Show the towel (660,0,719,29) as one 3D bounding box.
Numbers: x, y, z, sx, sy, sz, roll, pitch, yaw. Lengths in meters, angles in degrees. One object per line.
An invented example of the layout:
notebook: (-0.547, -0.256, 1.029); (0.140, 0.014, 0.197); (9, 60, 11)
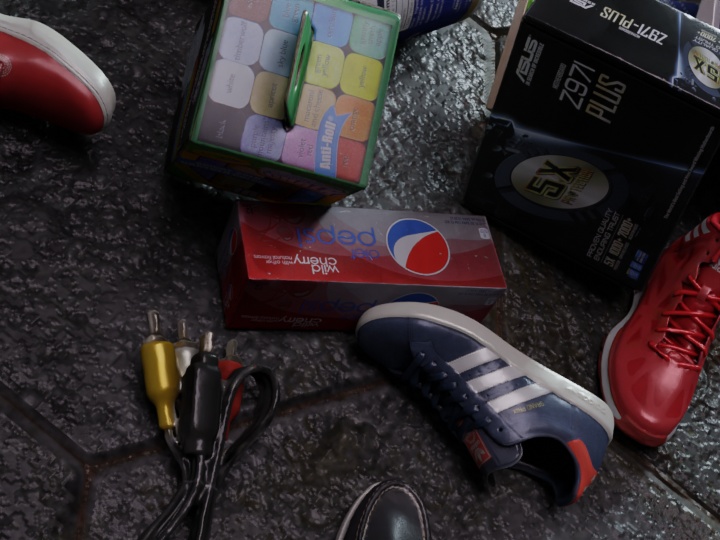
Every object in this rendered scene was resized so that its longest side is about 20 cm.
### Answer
towel: (0.255, -0.153, 1.080); (0.024, 0.200, 0.146); (10, 48, -48)

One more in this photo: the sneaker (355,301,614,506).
sneaker: (0.080, 0.096, 0.906); (0.199, 0.075, 0.085); (26, 56, -1)

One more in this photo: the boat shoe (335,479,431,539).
boat shoe: (0.014, 0.212, 0.803); (0.073, 0.060, 0.201); (23, 51, -7)

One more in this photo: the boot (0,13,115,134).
boot: (-0.281, -0.118, 0.895); (0.199, 0.073, 0.145); (26, 51, 5)

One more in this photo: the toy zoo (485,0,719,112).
toy zoo: (0.210, -0.175, 1.069); (0.199, 0.020, 0.132); (16, 87, 31)

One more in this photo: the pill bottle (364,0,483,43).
pill bottle: (0.002, -0.238, 1.070); (0.199, 0.116, 0.116); (-25, 70, -34)

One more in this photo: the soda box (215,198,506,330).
soda box: (0.000, 0.000, 0.941); (0.198, 0.064, 0.071); (2, 55, -22)

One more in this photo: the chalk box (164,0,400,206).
chalk box: (-0.052, -0.121, 0.893); (0.123, 0.200, 0.126); (14, 84, -15)

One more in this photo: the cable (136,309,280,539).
cable: (-0.105, 0.125, 0.838); (0.097, 0.050, 0.202); (20, 62, -31)

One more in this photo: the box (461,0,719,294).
box: (0.184, -0.104, 0.989); (0.163, 0.201, 0.086); (29, 51, 10)

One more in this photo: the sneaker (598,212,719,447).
sneaker: (0.247, 0.030, 0.995); (0.078, 0.116, 0.201); (25, 50, -5)
